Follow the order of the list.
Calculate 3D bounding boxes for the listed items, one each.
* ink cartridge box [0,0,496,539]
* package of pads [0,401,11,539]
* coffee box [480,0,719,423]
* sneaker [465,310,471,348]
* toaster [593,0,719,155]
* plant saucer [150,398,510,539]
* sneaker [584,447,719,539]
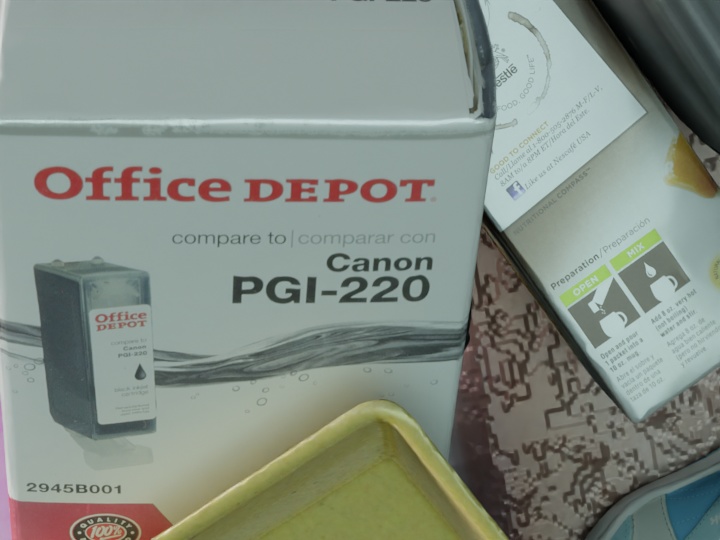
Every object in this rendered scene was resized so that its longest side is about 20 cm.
[{"bbox_3d":[-0.041,0.005,0.637,0.146,0.085,0.200,0,130,-6],"label":"ink cartridge box"},{"bbox_3d":[-0.192,0.115,0.790,0.200,0.121,0.076,-23,143,-2],"label":"package of pads"},{"bbox_3d":[0.072,-0.051,0.792,0.080,0.114,0.200,-36,99,1],"label":"coffee box"},{"bbox_3d":[0.000,0.000,0.748,0.072,0.072,0.200,32,139,25],"label":"sneaker"},{"bbox_3d":[0.144,-0.117,0.764,0.114,0.200,0.129,-37,116,1],"label":"toaster"},{"bbox_3d":[-0.004,0.153,0.650,0.200,0.048,0.200,-34,102,21],"label":"plant saucer"},{"bbox_3d":[0.163,0.119,0.813,0.200,0.131,0.080,-40,100,2],"label":"sneaker"}]
